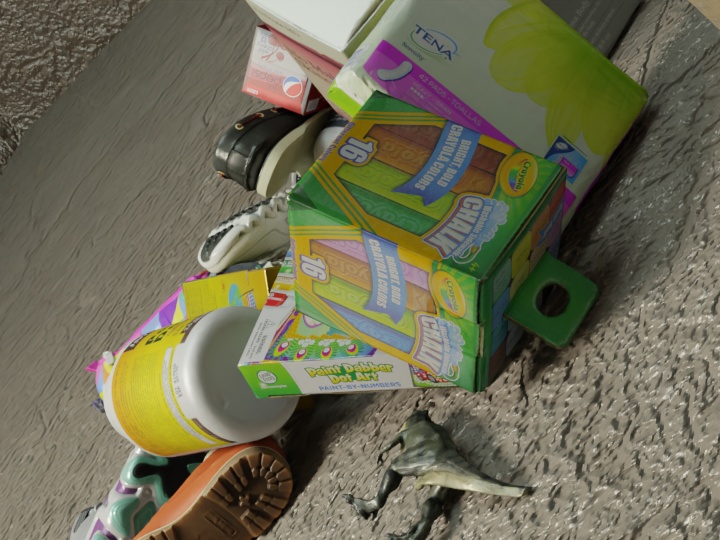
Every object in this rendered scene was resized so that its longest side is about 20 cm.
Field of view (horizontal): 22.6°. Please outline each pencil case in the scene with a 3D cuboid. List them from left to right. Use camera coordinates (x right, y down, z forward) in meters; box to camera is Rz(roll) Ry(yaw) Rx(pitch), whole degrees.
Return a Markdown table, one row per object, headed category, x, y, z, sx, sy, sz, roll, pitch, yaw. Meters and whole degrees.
| category | x | y | z | sx | sy | sz | roll | pitch | yaw |
| --- | --- | --- | --- | --- | --- | --- | --- | --- | --- |
| pencil case | -0.197 | 0.079 | 1.862 | 0.200 | 0.088 | 0.089 | -39 | 22 | 31 |

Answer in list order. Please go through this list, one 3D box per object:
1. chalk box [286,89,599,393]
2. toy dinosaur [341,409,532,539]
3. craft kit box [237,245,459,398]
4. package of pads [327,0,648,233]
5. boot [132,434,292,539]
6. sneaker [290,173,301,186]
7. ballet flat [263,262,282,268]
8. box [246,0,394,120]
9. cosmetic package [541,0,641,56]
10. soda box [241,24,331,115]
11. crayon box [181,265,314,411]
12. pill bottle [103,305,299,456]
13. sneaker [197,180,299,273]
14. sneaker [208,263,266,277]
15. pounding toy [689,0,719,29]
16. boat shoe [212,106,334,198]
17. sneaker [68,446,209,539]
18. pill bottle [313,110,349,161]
| category | x | y | z | sx | sy | sz | roll | pitch | yaw |
| --- | --- | --- | --- | --- | --- | --- | --- | --- | --- |
| chalk box | 0.065 | -0.012 | 1.241 | 0.125 | 0.199 | 0.124 | -52 | -25 | -35 |
| toy dinosaur | 0.042 | 0.145 | 1.220 | 0.088 | 0.047 | 0.200 | -47 | 21 | -5 |
| craft kit box | 0.026 | 0.008 | 1.383 | 0.196 | 0.049 | 0.201 | -4 | 44 | 27 |
| package of pads | 0.098 | -0.132 | 1.330 | 0.155 | 0.200 | 0.068 | -54 | 6 | -23 |
| boot | -0.136 | 0.212 | 1.499 | 0.200 | 0.075 | 0.107 | -42 | 16 | 6 |
| sneaker | 0.000 | -0.123 | 1.779 | 0.200 | 0.078 | 0.078 | -40 | 26 | 32 |
| ballet flat | -0.062 | 0.003 | 1.707 | 0.069 | 0.069 | 0.200 | -44 | 19 | 23 |
| box | 0.013 | -0.193 | 1.471 | 0.128 | 0.200 | 0.109 | 33 | 83 | 34 |
| cosmetic package | 0.122 | -0.246 | 1.501 | 0.107 | 0.200 | 0.090 | -57 | 19 | -14 |
| soda box | -0.031 | -0.196 | 1.661 | 0.200 | 0.070 | 0.064 | -27 | -44 | -62 |
| crayon box | -0.095 | 0.064 | 1.588 | 0.200 | 0.050 | 0.128 | 172 | 91 | -65 |
| pill bottle | -0.139 | 0.096 | 1.497 | 0.200 | 0.109 | 0.110 | -18 | 38 | 56 |
| sneaker | -0.061 | -0.036 | 1.653 | 0.199 | 0.082 | 0.075 | -29 | 7 | -37 |
| sneaker | -0.096 | -0.008 | 1.805 | 0.087 | 0.074 | 0.200 | -37 | 23 | 24 |
| pounding toy | 0.281 | -0.227 | 1.168 | 0.185 | 0.142 | 0.200 | -57 | 19 | -17 |
| boat shoe | -0.071 | -0.119 | 1.625 | 0.074 | 0.063 | 0.201 | -69 | -12 | 22 |
| sneaker | -0.218 | 0.219 | 1.665 | 0.201 | 0.078 | 0.140 | -59 | 20 | -21 |
| pill bottle | 0.027 | -0.115 | 1.621 | 0.201 | 0.119 | 0.119 | -58 | 19 | -20 |
